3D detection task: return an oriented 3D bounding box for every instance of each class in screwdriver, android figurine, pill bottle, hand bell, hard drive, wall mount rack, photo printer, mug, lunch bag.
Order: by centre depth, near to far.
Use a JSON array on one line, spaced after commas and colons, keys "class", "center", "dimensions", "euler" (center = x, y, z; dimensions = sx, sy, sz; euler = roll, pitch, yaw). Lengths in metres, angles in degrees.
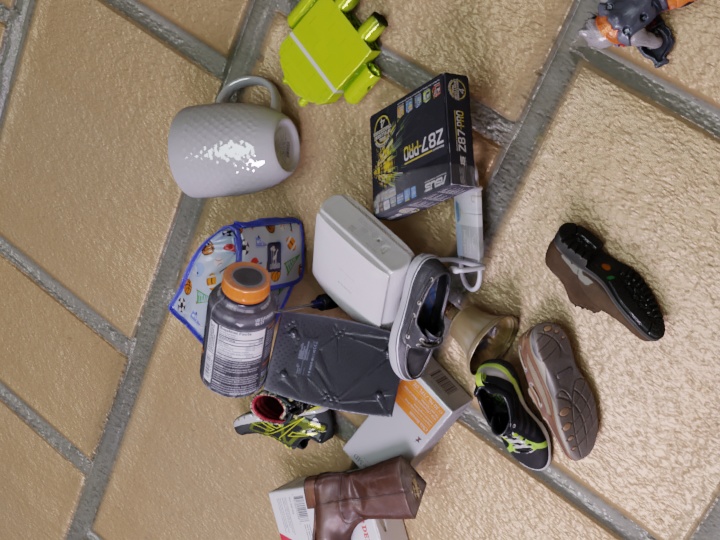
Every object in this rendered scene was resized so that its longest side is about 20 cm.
[{"class": "wall mount rack", "center": [0.119, -0.068, 1.698], "dimensions": [0.174, 0.074, 0.202], "euler": [-166, 70, -64]}, {"class": "hand bell", "center": [0.126, 0.056, 1.713], "dimensions": [0.200, 0.104, 0.105], "euler": [39, 118, 30]}, {"class": "pill bottle", "center": [-0.180, 0.085, 1.728], "dimensions": [0.106, 0.106, 0.201], "euler": [32, 130, 24]}, {"class": "hard drive", "center": [-0.035, 0.143, 1.742], "dimensions": [0.198, 0.042, 0.136], "euler": [11, 79, 8]}, {"class": "photo printer", "center": [0.000, 0.000, 1.742], "dimensions": [0.166, 0.069, 0.201], "euler": [42, 152, 20]}, {"class": "android figurine", "center": [-0.047, -0.337, 1.763], "dimensions": [0.182, 0.041, 0.200], "euler": [52, 121, 13]}, {"class": "screwdriver", "center": [-0.084, 0.052, 1.773], "dimensions": [0.029, 0.200, 0.028], "euler": [23, 104, 28]}, {"class": "mug", "center": [-0.188, -0.217, 1.833], "dimensions": [0.174, 0.148, 0.202], "euler": [-1, 69, 25]}, {"class": "lunch bag", "center": [-0.185, 0.007, 1.846], "dimensions": [0.124, 0.170, 0.201], "euler": [39, 116, 25]}]

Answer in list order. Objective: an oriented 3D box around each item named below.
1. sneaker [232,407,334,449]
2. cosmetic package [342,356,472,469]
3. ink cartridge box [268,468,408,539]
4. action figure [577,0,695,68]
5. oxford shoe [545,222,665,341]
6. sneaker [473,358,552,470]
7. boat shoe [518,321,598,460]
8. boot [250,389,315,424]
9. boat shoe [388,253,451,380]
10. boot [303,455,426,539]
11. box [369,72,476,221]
[{"class": "sneaker", "center": [-0.129, 0.262, 1.922], "dimensions": [0.199, 0.074, 0.085], "euler": [-16, 92, 34]}, {"class": "cosmetic package", "center": [0.071, 0.239, 1.789], "dimensions": [0.101, 0.071, 0.200], "euler": [45, 121, 17]}, {"class": "ink cartridge box", "center": [-0.034, 0.407, 1.885], "dimensions": [0.199, 0.084, 0.145], "euler": [-15, 91, 34]}, {"class": "action figure", "center": [0.347, -0.367, 1.467], "dimensions": [0.194, 0.104, 0.200], "euler": [-46, 77, 21]}, {"class": "oxford shoe", "center": [0.334, 0.029, 1.585], "dimensions": [0.200, 0.072, 0.085], "euler": [48, 137, 18]}, {"class": "sneaker", "center": [0.209, 0.221, 1.663], "dimensions": [0.071, 0.083, 0.201], "euler": [-16, 113, 35]}, {"class": "boat shoe", "center": [0.279, 0.172, 1.647], "dimensions": [0.072, 0.075, 0.202], "euler": [-18, 87, 61]}, {"class": "boot", "center": [-0.058, 0.191, 1.809], "dimensions": [0.202, 0.154, 0.074], "euler": [2, 112, 35]}, {"class": "boat shoe", "center": [0.094, 0.077, 1.658], "dimensions": [0.066, 0.070, 0.201], "euler": [37, 121, 48]}, {"class": "boot", "center": [0.019, 0.386, 1.767], "dimensions": [0.199, 0.064, 0.188], "euler": [-15, 93, 28]}, {"class": "box", "center": [0.085, -0.171, 1.642], "dimensions": [0.200, 0.049, 0.163], "euler": [-20, 71, 56]}]
